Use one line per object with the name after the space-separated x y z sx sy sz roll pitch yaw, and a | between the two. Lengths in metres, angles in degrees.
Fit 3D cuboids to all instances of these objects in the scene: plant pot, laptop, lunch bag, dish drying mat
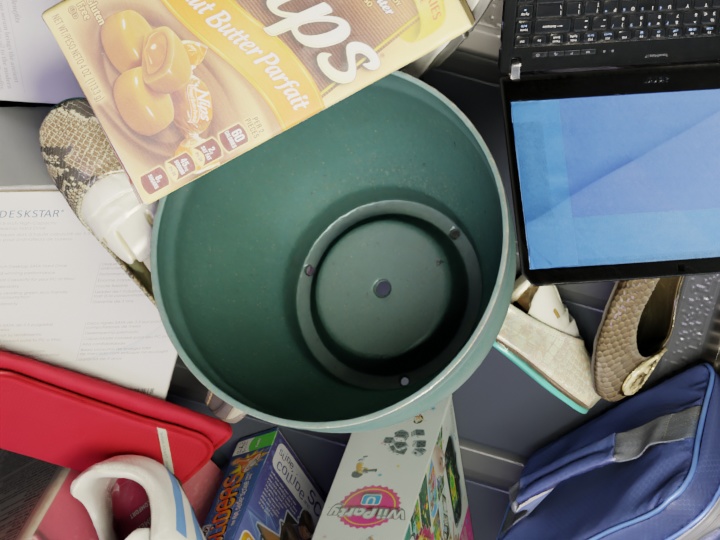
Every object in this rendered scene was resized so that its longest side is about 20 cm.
0.000 0.000 1.455 0.199 0.202 0.134 1 167 17 | plant pot
0.168 -0.106 1.384 0.176 0.104 0.201 -4 130 -9 | laptop
0.169 0.154 1.602 0.200 0.136 0.132 -32 112 36 | lunch bag
-0.175 0.095 1.610 0.199 0.018 0.077 21 131 -40 | dish drying mat

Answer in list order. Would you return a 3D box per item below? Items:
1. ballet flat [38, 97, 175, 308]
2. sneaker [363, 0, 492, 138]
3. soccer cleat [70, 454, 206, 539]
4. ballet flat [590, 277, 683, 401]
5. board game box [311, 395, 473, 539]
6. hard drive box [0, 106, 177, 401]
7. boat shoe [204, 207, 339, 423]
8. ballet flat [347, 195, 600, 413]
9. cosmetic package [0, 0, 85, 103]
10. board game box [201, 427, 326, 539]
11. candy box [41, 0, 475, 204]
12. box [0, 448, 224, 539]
-0.113 -0.016 1.490 0.068 0.076 0.200 -27 135 8 | ballet flat
0.008 -0.165 1.444 0.115 0.076 0.201 31 132 -10 | sneaker
-0.111 0.197 1.584 0.070 0.086 0.200 -43 66 16 | soccer cleat
0.178 0.001 1.525 0.046 0.067 0.201 26 126 17 | ballet flat
0.018 0.194 1.641 0.064 0.200 0.148 1 128 17 | board game box
-0.183 0.001 1.588 0.155 0.077 0.201 -1 133 -23 | hard drive box
-0.062 0.004 1.612 0.073 0.075 0.201 29 123 9 | boat shoe
0.080 0.011 1.568 0.200 0.067 0.062 35 98 -17 | ballet flat
-0.234 -0.161 1.529 0.199 0.071 0.102 5 128 15 | cosmetic package
-0.034 0.222 1.723 0.034 0.136 0.200 -18 119 28 | board game box
-0.053 -0.133 1.382 0.199 0.055 0.116 -28 96 9 | candy box
-0.193 0.185 1.699 0.128 0.200 0.109 -28 114 39 | box
